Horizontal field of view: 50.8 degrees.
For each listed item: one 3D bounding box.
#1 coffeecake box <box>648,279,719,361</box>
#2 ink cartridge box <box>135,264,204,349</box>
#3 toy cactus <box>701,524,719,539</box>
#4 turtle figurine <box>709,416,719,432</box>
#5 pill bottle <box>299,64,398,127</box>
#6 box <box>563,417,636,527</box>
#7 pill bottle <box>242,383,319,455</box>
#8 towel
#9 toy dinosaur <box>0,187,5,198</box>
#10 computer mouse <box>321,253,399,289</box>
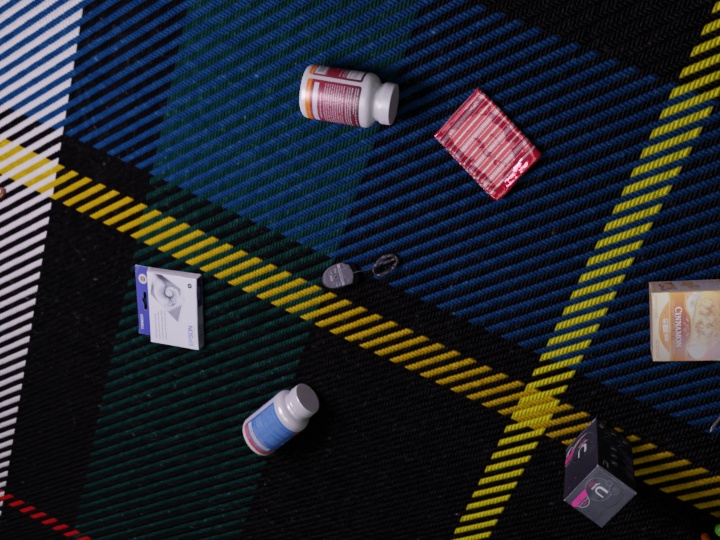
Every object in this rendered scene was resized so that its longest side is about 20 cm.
[{"bbox_3d":[0.709,0.103,1.580,0.196,0.073,0.157,-3,107,17],"label":"coffeecake box"},{"bbox_3d":[-0.503,0.095,1.969,0.196,0.041,0.204,7,111,15],"label":"ink cartridge box"},{"bbox_3d":[0.871,0.637,1.722,0.163,0.102,0.203,-29,97,5],"label":"toy cactus"},{"bbox_3d":[0.845,0.260,1.540,0.197,0.143,0.198,7,95,-31],"label":"turtle figurine"},{"bbox_3d":[-0.023,-0.368,1.617,0.196,0.113,0.115,12,112,13],"label":"pill bottle"},{"bbox_3d":[0.529,0.443,1.685,0.105,0.200,0.123,34,115,2],"label":"box"},{"bbox_3d":[-0.200,0.377,1.936,0.199,0.112,0.113,-40,95,26],"label":"pill bottle"},{"bbox_3d":[0.270,-0.265,1.613,0.200,0.023,0.145,45,114,-2],"label":"towel"},{"bbox_3d":[-1.069,-0.186,2.047,0.181,0.105,0.200,40,78,13],"label":"toy dinosaur"},{"bbox_3d":[0.000,0.000,1.790,0.196,0.034,0.060,-14,88,16],"label":"computer mouse"}]
